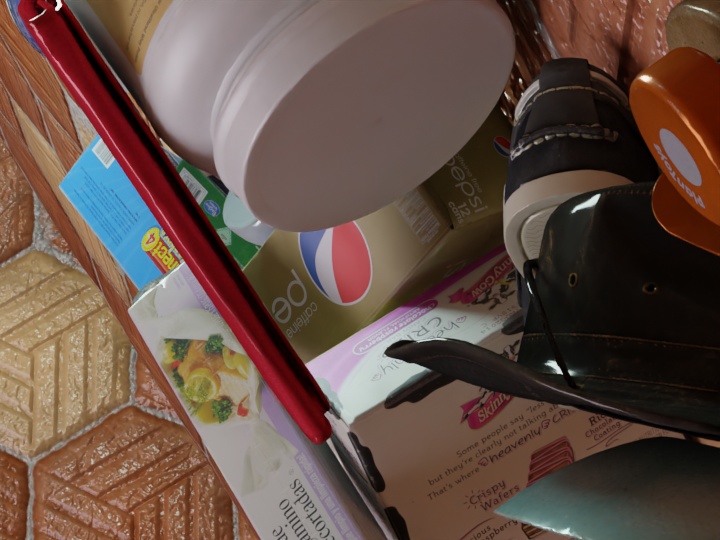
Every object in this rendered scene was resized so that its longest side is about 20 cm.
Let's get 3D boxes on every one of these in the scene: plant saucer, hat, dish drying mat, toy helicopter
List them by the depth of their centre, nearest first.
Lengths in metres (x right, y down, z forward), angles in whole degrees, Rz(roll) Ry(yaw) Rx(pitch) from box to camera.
[{"bbox_3d":[0.145,0.009,0.702,0.200,0.079,0.132,55,171,1],"label":"toy helicopter"},{"bbox_3d":[0.142,0.083,0.798,0.200,0.039,0.201,14,177,1],"label":"plant saucer"},{"bbox_3d":[0.112,0.014,0.822,0.201,0.200,0.081,176,107,-79],"label":"hat"},{"bbox_3d":[-0.071,-0.023,1.015,0.200,0.018,0.077,57,175,-17],"label":"dish drying mat"}]

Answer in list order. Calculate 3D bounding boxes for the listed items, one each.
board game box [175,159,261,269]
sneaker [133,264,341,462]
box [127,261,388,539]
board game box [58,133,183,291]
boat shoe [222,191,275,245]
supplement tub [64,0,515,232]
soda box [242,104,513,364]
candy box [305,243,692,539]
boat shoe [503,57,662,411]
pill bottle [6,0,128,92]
[{"bbox_3d":[0.001,0.020,1.321,0.134,0.029,0.200,17,-157,-51],"label":"board game box"},{"bbox_3d":[-0.043,0.077,1.330,0.200,0.078,0.090,39,139,15],"label":"sneaker"},{"bbox_3d":[-0.037,0.077,1.090,0.041,0.039,0.200,39,-166,-52],"label":"box"},{"bbox_3d":[-0.059,0.015,1.535,0.196,0.056,0.200,33,-171,-39],"label":"board game box"},{"bbox_3d":[-0.011,-0.038,1.260,0.091,0.071,0.200,37,-170,-11],"label":"boat shoe"},{"bbox_3d":[-0.044,-0.128,1.014,0.200,0.144,0.145,54,169,27],"label":"supplement tub"},{"bbox_3d":[0.000,0.000,1.146,0.064,0.068,0.200,57,139,13],"label":"soda box"},{"bbox_3d":[0.074,0.094,1.116,0.061,0.136,0.200,43,161,56],"label":"candy box"},{"bbox_3d":[0.092,-0.005,0.981,0.200,0.072,0.068,68,-167,-59],"label":"boat shoe"},{"bbox_3d":[-0.138,-0.163,1.456,0.116,0.116,0.200,62,169,-15],"label":"pill bottle"}]
